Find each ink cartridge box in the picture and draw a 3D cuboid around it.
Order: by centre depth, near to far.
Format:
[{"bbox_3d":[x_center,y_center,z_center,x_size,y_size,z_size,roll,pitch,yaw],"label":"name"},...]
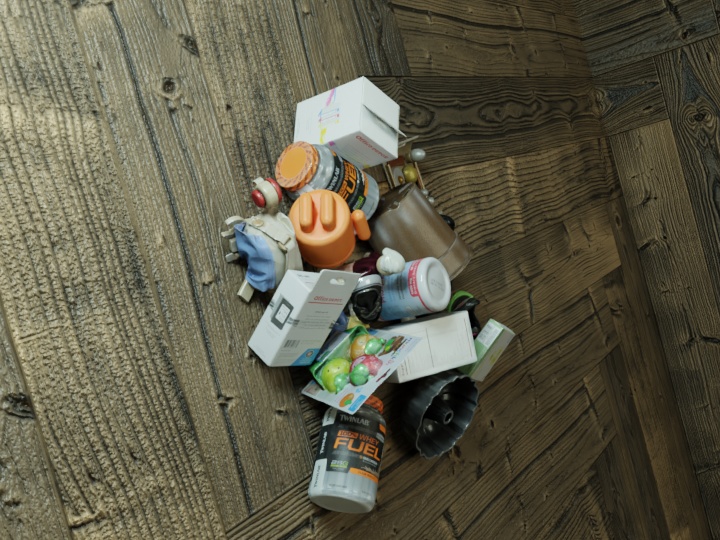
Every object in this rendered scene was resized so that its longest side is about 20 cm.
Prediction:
[{"bbox_3d":[-0.096,0.068,1.383,0.116,0.067,0.200,8,117,-53],"label":"ink cartridge box"},{"bbox_3d":[-0.017,-0.285,1.592,0.129,0.200,0.125,27,58,-47],"label":"ink cartridge box"},{"bbox_3d":[0.319,0.200,1.928,0.146,0.048,0.200,-56,149,6],"label":"ink cartridge box"}]

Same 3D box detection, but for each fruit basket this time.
[{"bbox_3d":[-0.005,0.167,1.416,0.185,0.200,0.094,-45,107,-20],"label":"fruit basket"}]

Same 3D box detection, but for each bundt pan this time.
[{"bbox_3d":[0.161,0.298,1.701,0.202,0.076,0.202,-26,130,-36],"label":"bundt pan"}]

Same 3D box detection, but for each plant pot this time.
[{"bbox_3d":[0.108,-0.071,1.716,0.198,0.200,0.200,55,40,-16],"label":"plant pot"}]

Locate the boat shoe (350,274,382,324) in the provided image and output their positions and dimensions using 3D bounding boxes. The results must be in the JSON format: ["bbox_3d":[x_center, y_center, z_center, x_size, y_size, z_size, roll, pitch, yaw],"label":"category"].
[{"bbox_3d":[0.012,0.062,1.482,0.200,0.070,0.066,97,-26,-74],"label":"boat shoe"}]

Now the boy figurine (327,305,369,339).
[{"bbox_3d":[-0.024,0.129,1.565,0.200,0.064,0.124,46,49,-37],"label":"boy figurine"}]

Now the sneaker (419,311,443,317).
[{"bbox_3d":[0.151,0.081,1.784,0.104,0.060,0.200,57,11,-8],"label":"sneaker"}]

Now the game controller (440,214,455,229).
[{"bbox_3d":[0.197,-0.035,1.920,0.104,0.042,0.200,4,90,-68],"label":"game controller"}]

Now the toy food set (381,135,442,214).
[{"bbox_3d":[0.130,-0.212,1.890,0.143,0.060,0.200,-32,105,-53],"label":"toy food set"}]

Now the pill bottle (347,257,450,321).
[{"bbox_3d":[0.074,0.044,1.609,0.109,0.200,0.109,23,61,-49],"label":"pill bottle"}]

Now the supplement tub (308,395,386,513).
[{"bbox_3d":[-0.020,0.332,1.454,0.122,0.122,0.200,39,49,-40],"label":"supplement tub"}]

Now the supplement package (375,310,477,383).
[{"bbox_3d":[0.125,0.159,1.656,0.200,0.110,0.114,-10,89,-29],"label":"supplement package"}]

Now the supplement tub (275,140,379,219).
[{"bbox_3d":[-0.065,-0.169,1.556,0.200,0.122,0.123,26,59,-47],"label":"supplement tub"}]

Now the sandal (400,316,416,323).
[{"bbox_3d":[0.120,0.179,1.763,0.082,0.050,0.203,-32,104,-70],"label":"sandal"}]

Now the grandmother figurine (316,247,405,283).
[{"bbox_3d":[0.000,0.000,1.522,0.061,0.200,0.121,57,40,-26],"label":"grandmother figurine"}]

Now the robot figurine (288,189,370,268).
[{"bbox_3d":[-0.067,-0.074,1.475,0.117,0.144,0.200,47,-11,19],"label":"robot figurine"}]

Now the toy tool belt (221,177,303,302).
[{"bbox_3d":[-0.177,-0.047,1.359,0.123,0.125,0.200,-31,130,-25],"label":"toy tool belt"}]

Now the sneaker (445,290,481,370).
[{"bbox_3d":[0.239,0.149,1.870,0.077,0.084,0.200,-27,127,-55],"label":"sneaker"}]
